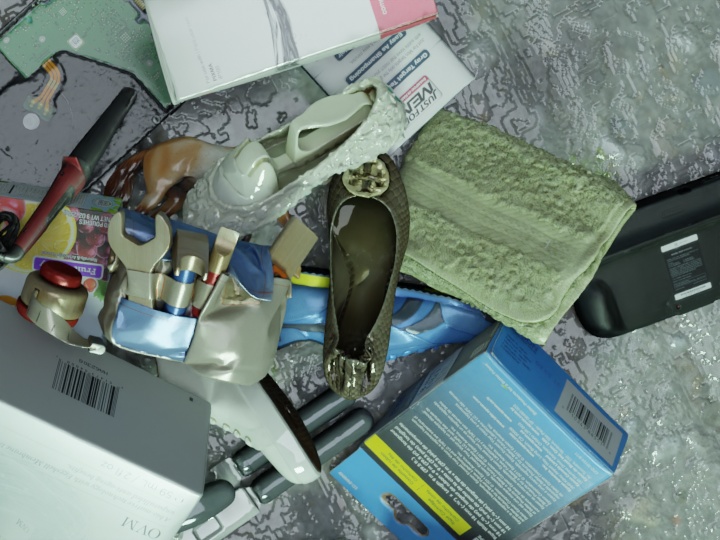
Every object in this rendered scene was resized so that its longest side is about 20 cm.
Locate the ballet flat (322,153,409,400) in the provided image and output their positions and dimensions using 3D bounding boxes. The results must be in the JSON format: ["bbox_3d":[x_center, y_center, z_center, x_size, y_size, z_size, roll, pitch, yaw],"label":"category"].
[{"bbox_3d":[0.000,0.000,1.238,0.067,0.046,0.201,6,82,6],"label":"ballet flat"}]

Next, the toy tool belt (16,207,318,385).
[{"bbox_3d":[-0.138,-0.003,1.164,0.199,0.125,0.123,15,105,-21],"label":"toy tool belt"}]

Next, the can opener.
[{"bbox_3d":[-0.077,0.164,1.287,0.200,0.066,0.053,-34,95,-11],"label":"can opener"}]

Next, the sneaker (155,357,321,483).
[{"bbox_3d":[-0.111,0.104,1.258,0.085,0.073,0.200,-41,68,2],"label":"sneaker"}]

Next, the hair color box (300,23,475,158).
[{"bbox_3d":[-0.011,-0.197,1.281,0.100,0.061,0.200,-42,97,4],"label":"hair color box"}]

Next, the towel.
[{"bbox_3d":[0.104,-0.042,1.266,0.200,0.036,0.149,28,78,29],"label":"towel"}]

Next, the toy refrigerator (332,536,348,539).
[{"bbox_3d":[-0.091,0.285,1.282,0.199,0.070,0.076,-16,94,-9],"label":"toy refrigerator"}]

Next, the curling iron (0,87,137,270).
[{"bbox_3d":[-0.224,-0.074,1.189,0.049,0.026,0.200,31,56,6],"label":"curling iron"}]

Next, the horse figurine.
[{"bbox_3d":[-0.119,-0.060,1.274,0.199,0.050,0.133,3,77,-1],"label":"horse figurine"}]

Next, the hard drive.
[{"bbox_3d":[-0.238,-0.137,1.264,0.200,0.038,0.140,-44,97,-5],"label":"hard drive"}]

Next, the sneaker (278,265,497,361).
[{"bbox_3d":[0.023,0.047,1.298,0.199,0.066,0.079,8,93,-7],"label":"sneaker"}]

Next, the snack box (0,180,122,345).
[{"bbox_3d":[-0.266,0.036,1.233,0.142,0.053,0.201,9,105,-5],"label":"snack box"}]

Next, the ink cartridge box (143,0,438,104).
[{"bbox_3d":[-0.050,-0.193,1.176,0.199,0.147,0.083,-17,98,2],"label":"ink cartridge box"}]

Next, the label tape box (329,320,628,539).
[{"bbox_3d":[0.094,0.147,1.298,0.144,0.063,0.200,45,126,-8],"label":"label tape box"}]

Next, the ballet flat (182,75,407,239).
[{"bbox_3d":[-0.057,-0.091,1.221,0.200,0.072,0.072,-32,96,-6],"label":"ballet flat"}]

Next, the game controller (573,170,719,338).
[{"bbox_3d":[0.269,-0.016,1.353,0.199,0.042,0.105,-19,109,-8],"label":"game controller"}]

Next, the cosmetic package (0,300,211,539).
[{"bbox_3d":[-0.246,0.161,1.181,0.199,0.123,0.200,27,116,-16],"label":"cosmetic package"}]
